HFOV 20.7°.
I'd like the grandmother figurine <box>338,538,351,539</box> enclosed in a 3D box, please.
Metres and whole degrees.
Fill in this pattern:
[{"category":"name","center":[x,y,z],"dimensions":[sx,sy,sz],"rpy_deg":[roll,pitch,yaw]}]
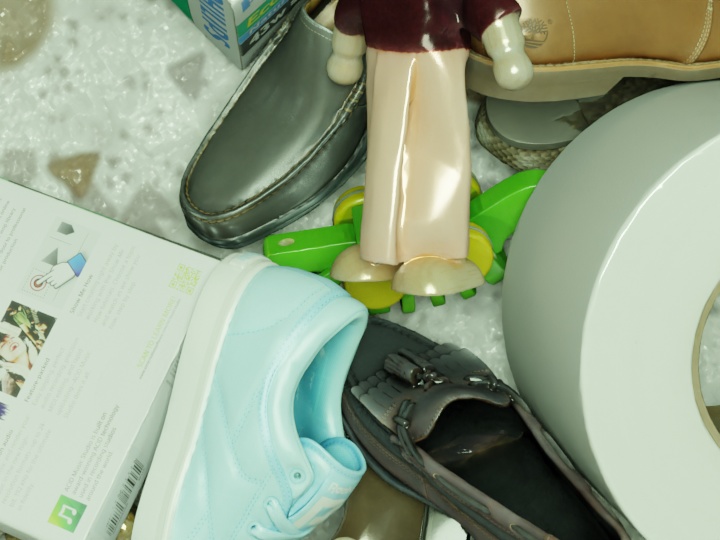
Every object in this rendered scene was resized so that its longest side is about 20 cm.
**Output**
[{"category":"grandmother figurine","center":[-0.029,0.164,0.793],"dimensions":[0.199,0.061,0.122],"rpy_deg":[18,44,-8]}]

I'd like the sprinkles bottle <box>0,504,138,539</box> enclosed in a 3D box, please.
[{"category":"sprinkles bottle","center":[-0.175,0.174,0.881],"dimensions":[0.200,0.068,0.068],"rpy_deg":[-41,84,-5]}]

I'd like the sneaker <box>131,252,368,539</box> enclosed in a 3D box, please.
[{"category":"sneaker","center":[-0.043,0.097,0.846],"dimensions":[0.081,0.074,0.202],"rpy_deg":[13,97,29]}]

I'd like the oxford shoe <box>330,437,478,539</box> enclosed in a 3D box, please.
[{"category":"oxford shoe","center":[-0.001,0.170,0.883],"dimensions":[0.084,0.073,0.202],"rpy_deg":[9,71,4]}]

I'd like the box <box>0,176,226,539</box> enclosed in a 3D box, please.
[{"category":"box","center":[-0.173,0.030,0.880],"dimensions":[0.199,0.036,0.145],"rpy_deg":[21,72,17]}]

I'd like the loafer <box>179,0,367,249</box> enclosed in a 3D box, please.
[{"category":"loafer","center":[-0.016,-0.099,0.905],"dimensions":[0.073,0.072,0.200],"rpy_deg":[35,80,27]}]

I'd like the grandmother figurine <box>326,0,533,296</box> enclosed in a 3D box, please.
[{"category":"grandmother figurine","center":[0.024,-0.093,0.818],"dimensions":[0.121,0.060,0.202],"rpy_deg":[7,103,38]}]

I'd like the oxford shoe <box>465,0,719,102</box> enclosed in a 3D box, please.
[{"category":"oxford shoe","center":[0.133,-0.125,0.879],"dimensions":[0.199,0.071,0.072],"rpy_deg":[-13,119,-34]}]

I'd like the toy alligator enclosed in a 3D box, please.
[{"category":"toy alligator","center":[0.000,0.000,0.914],"dimensions":[0.198,0.059,0.055],"rpy_deg":[-15,126,4]}]

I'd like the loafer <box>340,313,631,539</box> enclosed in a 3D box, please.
[{"category":"loafer","center":[0.054,0.076,0.839],"dimensions":[0.072,0.063,0.200],"rpy_deg":[-28,52,-21]}]

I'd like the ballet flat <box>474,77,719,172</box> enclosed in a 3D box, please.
[{"category":"ballet flat","center":[0.152,-0.066,0.927],"dimensions":[0.198,0.046,0.068],"rpy_deg":[-2,62,-6]}]

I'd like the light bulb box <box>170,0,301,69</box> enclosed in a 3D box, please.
[{"category":"light bulb box","center":[-0.057,-0.239,0.904],"dimensions":[0.198,0.125,0.200],"rpy_deg":[-44,85,-6]}]

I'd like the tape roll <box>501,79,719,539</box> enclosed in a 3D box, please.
[{"category":"tape roll","center":[0.171,0.024,0.836],"dimensions":[0.201,0.139,0.205],"rpy_deg":[-1,99,-9]}]
